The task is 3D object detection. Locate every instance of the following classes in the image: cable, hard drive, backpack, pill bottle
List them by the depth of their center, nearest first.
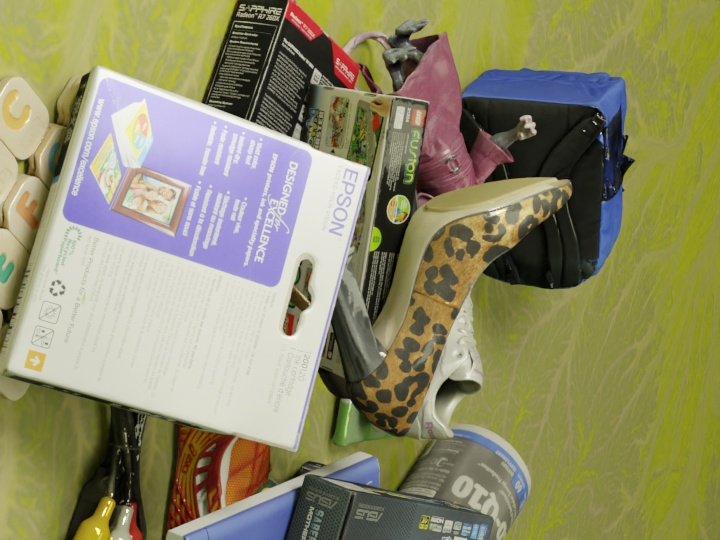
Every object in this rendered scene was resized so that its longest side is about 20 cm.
[{"bbox_3d":[-0.160,0.143,1.063,0.097,0.050,0.202,31,74,-60],"label":"cable"},{"bbox_3d":[-0.059,0.221,1.090,0.199,0.025,0.133,-15,112,-49],"label":"hard drive"},{"bbox_3d":[0.075,0.253,1.454,0.200,0.113,0.115,-52,141,-40],"label":"pill bottle"},{"bbox_3d":[0.191,-0.092,1.493,0.168,0.161,0.202,-39,131,-53],"label":"backpack"}]

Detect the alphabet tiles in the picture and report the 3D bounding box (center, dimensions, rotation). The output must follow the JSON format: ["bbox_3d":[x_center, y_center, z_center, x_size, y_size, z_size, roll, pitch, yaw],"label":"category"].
[{"bbox_3d":[-0.200,-0.021,0.974,0.201,0.014,0.196,-64,147,-24],"label":"alphabet tiles"}]

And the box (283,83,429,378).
[{"bbox_3d":[-0.010,-0.031,1.106,0.034,0.110,0.202,4,98,-36],"label":"box"}]

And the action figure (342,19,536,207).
[{"bbox_3d":[0.054,-0.092,1.235,0.134,0.148,0.201,-39,118,-34],"label":"action figure"}]

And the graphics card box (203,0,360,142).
[{"bbox_3d":[-0.073,-0.090,1.139,0.125,0.050,0.202,36,68,-59],"label":"graphics card box"}]

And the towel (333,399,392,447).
[{"bbox_3d":[0.027,0.056,1.396,0.149,0.030,0.202,2,100,-58],"label":"towel"}]

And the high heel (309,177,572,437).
[{"bbox_3d":[0.072,0.023,1.058,0.198,0.071,0.144,-22,107,-13],"label":"high heel"}]

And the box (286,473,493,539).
[{"bbox_3d":[0.012,0.243,1.123,0.199,0.051,0.159,22,84,-51],"label":"box"}]

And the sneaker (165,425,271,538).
[{"bbox_3d":[-0.099,0.132,1.159,0.077,0.072,0.202,-10,118,-62],"label":"sneaker"}]

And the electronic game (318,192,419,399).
[{"bbox_3d":[0.000,0.000,1.186,0.041,0.200,0.202,8,94,-22],"label":"electronic game"}]

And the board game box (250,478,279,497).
[{"bbox_3d":[-0.103,0.251,1.151,0.105,0.023,0.201,-41,155,-36],"label":"board game box"}]

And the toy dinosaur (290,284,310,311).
[{"bbox_3d":[-0.100,-0.030,1.043,0.199,0.058,0.102,24,88,-30],"label":"toy dinosaur"}]

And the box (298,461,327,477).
[{"bbox_3d":[-0.049,0.259,1.237,0.160,0.043,0.202,88,16,-85],"label":"box"}]

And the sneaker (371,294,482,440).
[{"bbox_3d":[0.080,0.061,1.361,0.075,0.099,0.202,39,67,-54],"label":"sneaker"}]

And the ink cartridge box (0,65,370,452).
[{"bbox_3d":[-0.110,-0.003,0.974,0.198,0.043,0.200,19,82,-22],"label":"ink cartridge box"}]
